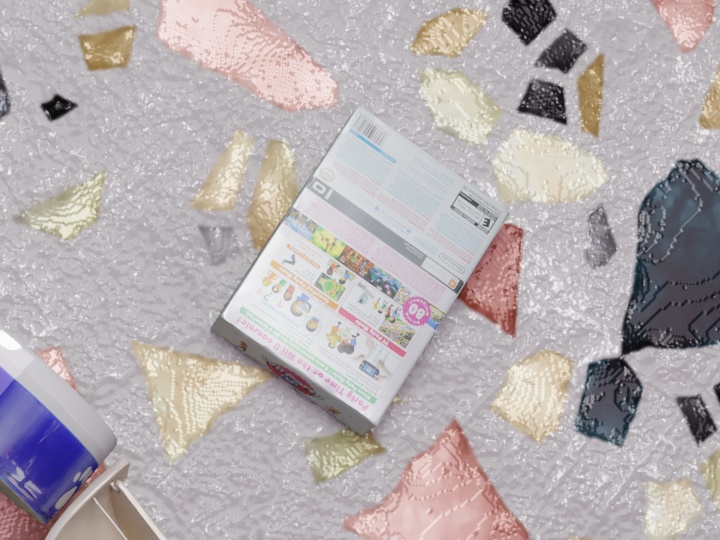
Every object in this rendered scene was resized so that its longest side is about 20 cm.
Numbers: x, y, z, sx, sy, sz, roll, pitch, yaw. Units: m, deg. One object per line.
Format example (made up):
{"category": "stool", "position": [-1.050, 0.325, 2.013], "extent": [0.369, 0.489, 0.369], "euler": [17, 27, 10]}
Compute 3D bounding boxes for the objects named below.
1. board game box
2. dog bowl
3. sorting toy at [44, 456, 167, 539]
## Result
{"category": "board game box", "position": [0.000, 0.000, 1.782], "extent": [0.147, 0.064, 0.201], "euler": [35, 74, -5]}
{"category": "dog bowl", "position": [-0.270, 0.086, 1.635], "extent": [0.200, 0.200, 0.079], "euler": [41, 77, -4]}
{"category": "sorting toy", "position": [-0.184, 0.272, 1.657], "extent": [0.180, 0.107, 0.200], "euler": [-39, 91, -28]}
